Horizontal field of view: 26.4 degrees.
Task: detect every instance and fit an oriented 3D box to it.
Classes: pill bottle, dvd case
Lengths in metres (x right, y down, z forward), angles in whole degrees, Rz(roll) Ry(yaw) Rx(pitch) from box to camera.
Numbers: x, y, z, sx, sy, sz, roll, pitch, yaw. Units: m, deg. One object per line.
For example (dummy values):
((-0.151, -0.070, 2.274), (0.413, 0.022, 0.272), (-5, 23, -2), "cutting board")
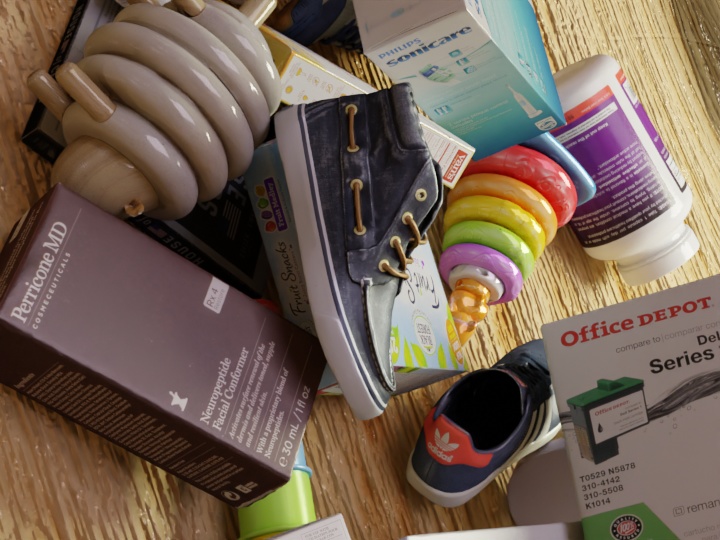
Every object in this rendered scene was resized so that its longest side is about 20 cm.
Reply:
((0.227, -0.089, 1.405), (0.200, 0.112, 0.112), (58, 38, -10), "pill bottle")
((-0.128, -0.088, 1.049), (0.200, 0.025, 0.150), (38, 45, -30), "dvd case")

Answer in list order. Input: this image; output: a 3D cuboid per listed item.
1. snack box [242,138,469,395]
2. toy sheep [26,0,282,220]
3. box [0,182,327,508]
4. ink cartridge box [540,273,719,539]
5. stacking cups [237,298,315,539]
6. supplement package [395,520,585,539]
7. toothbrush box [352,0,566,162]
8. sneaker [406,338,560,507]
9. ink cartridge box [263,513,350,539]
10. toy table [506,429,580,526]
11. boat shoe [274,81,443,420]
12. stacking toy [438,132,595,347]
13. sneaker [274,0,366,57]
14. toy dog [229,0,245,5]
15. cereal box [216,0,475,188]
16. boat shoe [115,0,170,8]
((0.000, 0.000, 1.069), (0.200, 0.068, 0.169), (14, 58, -70), "snack box")
((-0.117, -0.109, 0.947), (0.138, 0.138, 0.200), (48, 69, -22), "toy sheep")
((-0.124, 0.047, 0.905), (0.200, 0.075, 0.100), (30, 54, -19), "box")
((0.222, 0.119, 1.099), (0.084, 0.146, 0.200), (47, 29, -59), "ink cartridge box")
((-0.057, 0.115, 0.991), (0.060, 0.060, 0.200), (14, 60, -46), "stacking cups")
((0.065, 0.238, 1.032), (0.200, 0.109, 0.114), (6, 66, -49), "supplement package")
((0.069, -0.194, 1.162), (0.200, 0.085, 0.147), (36, 38, -57), "toothbrush box")
((0.113, 0.095, 1.155), (0.075, 0.085, 0.200), (31, 43, 17), "sneaker")
((-0.085, 0.215, 0.869), (0.200, 0.044, 0.094), (-17, 83, -33), "ink cartridge box")
((0.227, 0.175, 1.224), (0.200, 0.184, 0.117), (30, 29, 7), "toy table")
((0.012, -0.016, 0.928), (0.071, 0.091, 0.201), (39, 37, -77), "boat shoe")
((0.103, -0.016, 1.239), (0.110, 0.116, 0.200), (43, 54, -29), "stacking toy")
((0.008, -0.207, 1.236), (0.088, 0.075, 0.200), (60, 38, -8), "sneaker")
((-0.051, -0.289, 1.181), (0.096, 0.132, 0.200), (13, 66, -13), "toy dog")
((-0.027, -0.131, 1.107), (0.200, 0.040, 0.144), (22, 11, -45), "cereal box")
((-0.130, -0.242, 1.079), (0.069, 0.072, 0.200), (42, 28, -34), "boat shoe")
